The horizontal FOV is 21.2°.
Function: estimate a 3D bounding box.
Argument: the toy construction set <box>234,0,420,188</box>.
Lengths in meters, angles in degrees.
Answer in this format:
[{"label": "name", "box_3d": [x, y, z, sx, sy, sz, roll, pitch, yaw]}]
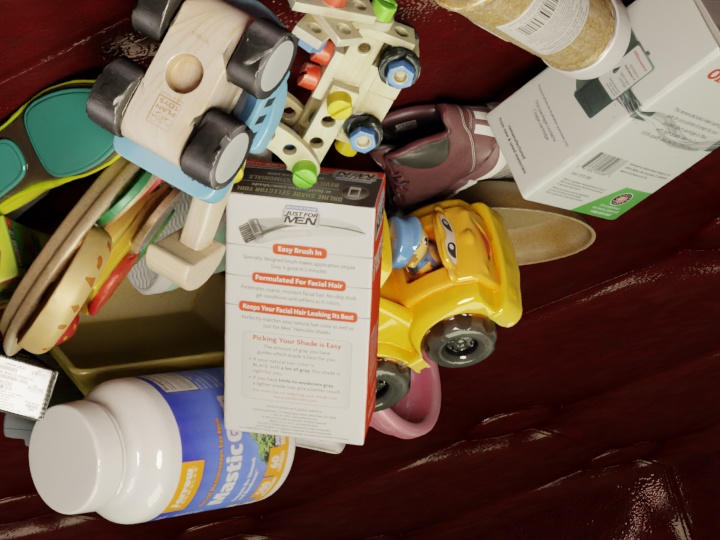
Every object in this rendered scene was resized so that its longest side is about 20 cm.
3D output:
[{"label": "toy construction set", "box_3d": [-0.034, -0.136, 1.337, 0.131, 0.092, 0.200, 19, 143, -17]}]

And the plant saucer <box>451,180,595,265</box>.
[{"label": "plant saucer", "box_3d": [0.108, -0.044, 1.710, 0.199, 0.036, 0.200, 0, 166, 0]}]

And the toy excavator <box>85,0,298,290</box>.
[{"label": "toy excavator", "box_3d": [-0.102, -0.083, 1.281, 0.195, 0.100, 0.200, -62, 164, 2]}]

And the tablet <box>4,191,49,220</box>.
[{"label": "tablet", "box_3d": [-0.346, -0.026, 1.514, 0.130, 0.014, 0.200, 2, 155, -41]}]

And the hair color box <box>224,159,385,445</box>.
[{"label": "hair color box", "box_3d": [-0.042, 0.025, 1.430, 0.110, 0.064, 0.201, 6, 119, 6]}]

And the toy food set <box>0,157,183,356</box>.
[{"label": "toy food set", "box_3d": [-0.191, -0.015, 1.399, 0.198, 0.049, 0.200, -54, -179, -18]}]

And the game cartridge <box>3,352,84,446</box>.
[{"label": "game cartridge", "box_3d": [-0.219, 0.097, 1.648, 0.132, 0.042, 0.200, 0, -159, 2]}]

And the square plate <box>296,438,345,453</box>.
[{"label": "square plate", "box_3d": [-0.091, 0.091, 1.777, 0.197, 0.029, 0.200, 12, -154, 7]}]

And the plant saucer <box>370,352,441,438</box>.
[{"label": "plant saucer", "box_3d": [0.004, 0.062, 1.755, 0.051, 0.201, 0.200, -23, 161, 22]}]

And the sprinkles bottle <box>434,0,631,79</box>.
[{"label": "sprinkles bottle", "box_3d": [0.118, -0.186, 1.323, 0.068, 0.069, 0.200, -24, 160, 26]}]

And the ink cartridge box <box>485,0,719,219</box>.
[{"label": "ink cartridge box", "box_3d": [0.221, -0.133, 1.499, 0.200, 0.083, 0.146, -36, 154, 28]}]

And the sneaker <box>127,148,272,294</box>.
[{"label": "sneaker", "box_3d": [-0.102, -0.060, 1.536, 0.118, 0.074, 0.200, -18, 161, -43]}]

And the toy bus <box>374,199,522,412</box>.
[{"label": "toy bus", "box_3d": [0.000, 0.000, 1.515, 0.199, 0.136, 0.192, -26, 139, 22]}]

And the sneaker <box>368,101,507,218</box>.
[{"label": "sneaker", "box_3d": [0.024, -0.082, 1.575, 0.115, 0.076, 0.200, 10, 139, -44]}]

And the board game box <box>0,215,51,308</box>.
[{"label": "board game box", "box_3d": [-0.294, 0.002, 1.468, 0.101, 0.048, 0.200, -17, 177, 0]}]

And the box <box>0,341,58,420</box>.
[{"label": "box", "box_3d": [-0.343, 0.059, 1.471, 0.199, 0.048, 0.193, 17, 180, -17]}]

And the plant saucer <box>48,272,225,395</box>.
[{"label": "plant saucer", "box_3d": [-0.182, 0.057, 1.642, 0.199, 0.049, 0.200, -6, -156, -26]}]

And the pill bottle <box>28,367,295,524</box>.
[{"label": "pill bottle", "box_3d": [-0.154, 0.136, 1.495, 0.112, 0.113, 0.200, -29, 164, 38]}]

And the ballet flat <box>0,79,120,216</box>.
[{"label": "ballet flat", "box_3d": [-0.221, -0.089, 1.370, 0.199, 0.067, 0.067, -23, -178, 32]}]

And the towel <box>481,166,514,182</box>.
[{"label": "towel", "box_3d": [0.195, -0.107, 1.678, 0.192, 0.035, 0.200, -14, 161, -3]}]
